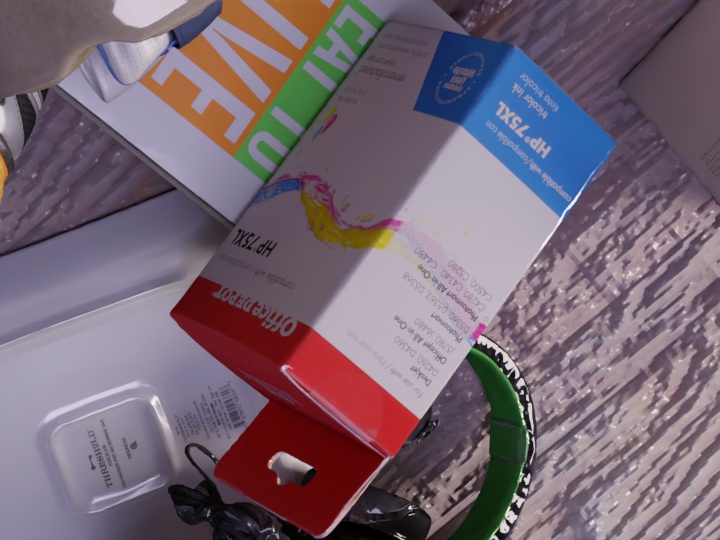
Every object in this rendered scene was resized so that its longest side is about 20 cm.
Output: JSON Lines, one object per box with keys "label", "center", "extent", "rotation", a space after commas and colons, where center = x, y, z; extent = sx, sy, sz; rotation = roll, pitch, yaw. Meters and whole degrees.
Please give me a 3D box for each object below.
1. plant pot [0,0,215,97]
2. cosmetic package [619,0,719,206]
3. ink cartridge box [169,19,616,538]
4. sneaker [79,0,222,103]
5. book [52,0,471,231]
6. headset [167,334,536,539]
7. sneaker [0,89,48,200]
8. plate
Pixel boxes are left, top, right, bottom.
{"label": "plant pot", "center": [-0.114, -0.169, 0.972], "extent": [0.199, 0.200, 0.184], "rotation": [-27, 103, -1]}
{"label": "cosmetic package", "center": [0.201, -0.041, 1.202], "extent": [0.113, 0.200, 0.081], "rotation": [39, 99, -25]}
{"label": "ink cartridge box", "center": [0.000, 0.000, 1.140], "extent": [0.067, 0.116, 0.200], "rotation": [41, 80, -27]}
{"label": "sneaker", "center": [-0.051, -0.124, 1.121], "extent": [0.199, 0.081, 0.147], "rotation": [27, 96, -30]}
{"label": "book", "center": [-0.060, -0.106, 1.181], "extent": [0.200, 0.048, 0.134], "rotation": [38, 85, -27]}
{"label": "headset", "center": [0.005, 0.090, 1.250], "extent": [0.199, 0.094, 0.125], "rotation": [-7, 103, -36]}
{"label": "sneaker", "center": [-0.188, -0.113, 1.057], "extent": [0.077, 0.078, 0.201], "rotation": [-56, 130, -34]}
{"label": "plate", "center": [-0.114, 0.077, 1.266], "extent": [0.199, 0.032, 0.201], "rotation": [-21, 118, -6]}
